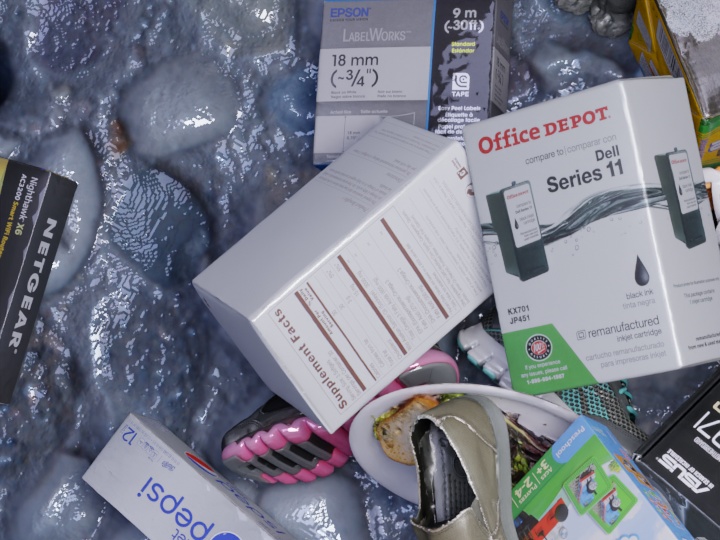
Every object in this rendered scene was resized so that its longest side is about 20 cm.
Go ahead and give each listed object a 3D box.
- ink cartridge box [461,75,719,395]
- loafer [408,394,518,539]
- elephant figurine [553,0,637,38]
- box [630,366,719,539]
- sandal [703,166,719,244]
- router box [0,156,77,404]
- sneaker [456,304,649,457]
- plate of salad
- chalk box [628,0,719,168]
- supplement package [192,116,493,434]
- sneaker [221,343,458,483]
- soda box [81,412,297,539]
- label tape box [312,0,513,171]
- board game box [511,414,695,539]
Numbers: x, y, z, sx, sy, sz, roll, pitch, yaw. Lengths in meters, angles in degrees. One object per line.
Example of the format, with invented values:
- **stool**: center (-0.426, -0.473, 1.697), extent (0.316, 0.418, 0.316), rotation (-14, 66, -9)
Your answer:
- **ink cartridge box**: center (0.164, -0.023, 1.332), extent (0.147, 0.083, 0.200), rotation (-15, 85, 41)
- **loafer**: center (0.062, 0.179, 1.255), extent (0.075, 0.070, 0.200), rotation (-22, 69, 39)
- **elephant figurine**: center (0.184, -0.252, 1.410), extent (0.141, 0.200, 0.155), rotation (2, 81, 19)
- **box**: center (0.307, 0.156, 1.325), extent (0.164, 0.086, 0.200), rotation (-40, 69, -22)
- **sandal**: center (0.316, -0.040, 1.395), extent (0.206, 0.079, 0.059), rotation (0, 78, 16)
- **router box**: center (-0.344, -0.003, 1.623), extent (0.157, 0.052, 0.200), rotation (15, 86, 20)
- **sneaker**: center (0.168, 0.081, 1.429), extent (0.200, 0.078, 0.091), rotation (39, 90, 19)
- **plate of salad**: center (0.088, 0.143, 1.381), extent (0.200, 0.200, 0.048), rotation (-2, 53, 18)
- **chalk box**: center (0.311, -0.172, 1.385), extent (0.200, 0.124, 0.125), rotation (-19, 73, -3)
- **supplement package**: center (0.000, 0.000, 1.404), extent (0.200, 0.117, 0.117), rotation (-40, 28, -11)
- **sneaker**: center (-0.022, 0.092, 1.492), extent (0.200, 0.079, 0.095), rotation (-27, 51, 12)
- **soda box**: center (-0.120, 0.200, 1.508), extent (0.200, 0.063, 0.068), rotation (38, 92, 20)
- **label tape box**: center (0.043, -0.174, 1.517), extent (0.144, 0.063, 0.200), rotation (1, 82, 18)
- **board game box**: center (0.151, 0.213, 1.247), extent (0.151, 0.037, 0.200), rotation (-49, 43, 12)
